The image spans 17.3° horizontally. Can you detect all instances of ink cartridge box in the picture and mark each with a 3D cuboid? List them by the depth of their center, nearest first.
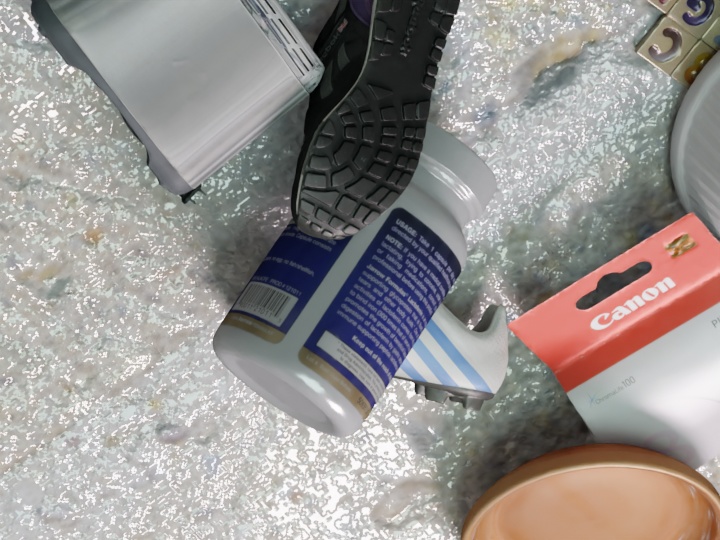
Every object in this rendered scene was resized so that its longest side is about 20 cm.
[{"bbox_3d":[0.224,0.065,1.697,0.162,0.057,0.200,-32,138,17],"label":"ink cartridge box"}]

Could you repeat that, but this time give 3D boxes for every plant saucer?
[{"bbox_3d":[0.172,0.190,1.760,0.199,0.038,0.201,-2,139,-2],"label":"plant saucer"}]

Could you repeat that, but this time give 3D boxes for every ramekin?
[{"bbox_3d":[0.325,-0.078,1.651,0.201,0.094,0.203,-7,124,-11],"label":"ramekin"}]

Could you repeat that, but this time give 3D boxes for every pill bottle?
[{"bbox_3d":[0.000,0.000,1.565,0.116,0.116,0.200,42,74,-29],"label":"pill bottle"}]

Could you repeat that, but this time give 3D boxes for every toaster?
[{"bbox_3d":[-0.112,-0.144,1.492,0.129,0.114,0.200,-35,117,3],"label":"toaster"}]

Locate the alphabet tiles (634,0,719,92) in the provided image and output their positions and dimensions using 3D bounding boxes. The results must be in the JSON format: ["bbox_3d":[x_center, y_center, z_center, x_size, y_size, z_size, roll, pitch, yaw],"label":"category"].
[{"bbox_3d":[0.288,-0.203,1.630,0.166,0.006,0.200,32,106,-28],"label":"alphabet tiles"}]

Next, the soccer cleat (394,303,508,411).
[{"bbox_3d":[0.011,0.039,1.660,0.199,0.070,0.087,12,91,-18],"label":"soccer cleat"}]

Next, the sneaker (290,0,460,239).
[{"bbox_3d":[0.000,-0.115,1.528,0.076,0.087,0.201,25,84,-29],"label":"sneaker"}]
